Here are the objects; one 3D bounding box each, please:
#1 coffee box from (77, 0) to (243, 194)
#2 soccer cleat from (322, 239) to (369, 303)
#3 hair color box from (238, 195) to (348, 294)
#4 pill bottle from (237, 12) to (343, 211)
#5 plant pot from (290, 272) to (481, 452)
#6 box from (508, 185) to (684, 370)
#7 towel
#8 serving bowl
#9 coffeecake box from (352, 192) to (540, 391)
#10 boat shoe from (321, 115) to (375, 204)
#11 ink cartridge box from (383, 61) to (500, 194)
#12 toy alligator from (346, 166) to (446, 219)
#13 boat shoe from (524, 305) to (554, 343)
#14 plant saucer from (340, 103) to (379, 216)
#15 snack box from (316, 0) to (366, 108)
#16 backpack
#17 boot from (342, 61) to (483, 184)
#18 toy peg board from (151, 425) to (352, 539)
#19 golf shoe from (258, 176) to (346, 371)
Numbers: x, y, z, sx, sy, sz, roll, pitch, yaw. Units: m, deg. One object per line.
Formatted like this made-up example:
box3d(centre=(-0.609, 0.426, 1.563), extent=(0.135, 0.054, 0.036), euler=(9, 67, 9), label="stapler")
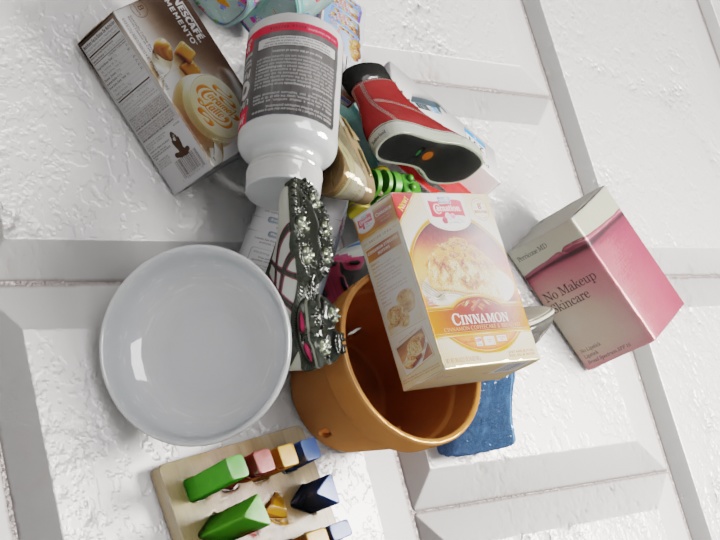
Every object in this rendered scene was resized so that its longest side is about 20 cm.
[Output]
box3d(centre=(-0.206, -0.203, 1.605), extent=(0.114, 0.080, 0.201), euler=(-36, 95, -48), label="coffee box")
box3d(centre=(0.000, 0.000, 1.702), extent=(0.199, 0.086, 0.070), euler=(-29, 97, -23), label="soccer cleat")
box3d(centre=(-0.085, -0.007, 1.596), extent=(0.098, 0.061, 0.201), euler=(15, 53, 3), label="hair color box")
box3d(centre=(-0.077, -0.171, 1.570), extent=(0.110, 0.110, 0.201), euler=(21, 59, -33), label="pill bottle")
box3d(centre=(0.015, 0.116, 1.593), extent=(0.199, 0.140, 0.201), euler=(21, 56, -34), label="plant pot")
box3d(centre=(0.317, 0.011, 1.932), extent=(0.200, 0.128, 0.109), euler=(54, 45, -4), label="box")
box3d(centre=(0.140, 0.121, 1.707), extent=(0.111, 0.048, 0.201), euler=(-5, 102, -42), label="towel")
box3d(centre=(-0.160, 0.078, 1.449), extent=(0.066, 0.199, 0.201), euler=(39, 31, -76), label="serving bowl")
box3d(centre=(0.094, 0.020, 1.564), extent=(0.153, 0.073, 0.201), euler=(-3, 69, -42), label="coffeecake box")
box3d(centre=(-0.038, -0.144, 1.654), extent=(0.064, 0.071, 0.201), euler=(23, 31, -37), label="boat shoe")
box3d(centre=(0.097, -0.159, 1.841), extent=(0.200, 0.045, 0.177), euler=(37, 25, -22), label="ink cartridge box")
box3d(centre=(0.038, -0.098, 1.714), extent=(0.199, 0.054, 0.060), euler=(1, 62, -30), label="toy alligator")
box3d(centre=(0.175, 0.095, 1.814), extent=(0.199, 0.067, 0.057), euler=(-21, 112, -43), label="boat shoe")
box3d(centre=(-0.064, -0.151, 1.739), extent=(0.199, 0.036, 0.201), euler=(20, 57, -34), label="plant saucer")
box3d(centre=(-0.030, -0.291, 1.822), extent=(0.072, 0.024, 0.201), euler=(33, 37, -25), label="snack box")
box3d(centre=(-0.124, -0.372, 1.706), extent=(0.200, 0.176, 0.153), euler=(49, 61, -10), label="backpack")
box3d(centre=(0.063, -0.187, 1.756), extent=(0.199, 0.072, 0.145), euler=(17, 40, -48), label="boot")
box3d(centre=(-0.080, 0.262, 1.461), extent=(0.198, 0.098, 0.201), euler=(-11, 76, -44), label="toy peg board")
box3d(centre=(-0.074, 0.005, 1.478), extent=(0.077, 0.088, 0.201), euler=(9, 74, -61), label="golf shoe")
